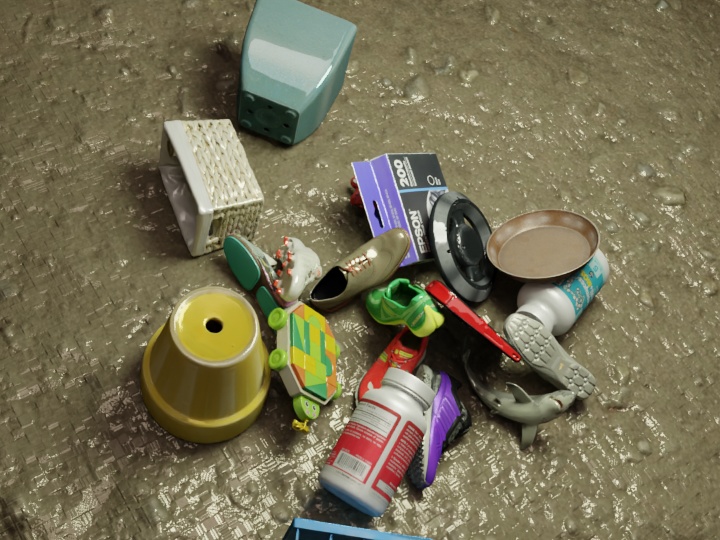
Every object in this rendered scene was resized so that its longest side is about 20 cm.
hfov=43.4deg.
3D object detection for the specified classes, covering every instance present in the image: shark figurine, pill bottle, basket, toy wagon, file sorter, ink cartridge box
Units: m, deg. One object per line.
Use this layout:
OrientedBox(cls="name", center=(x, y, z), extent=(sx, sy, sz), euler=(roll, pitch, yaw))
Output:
OrientedBox(cls="shark figurine", center=(0.249, 0.205, 1.511), extent=(0.212, 0.130, 0.089), euler=(25, 27, 23))
OrientedBox(cls="pill bottle", center=(0.030, 0.253, 1.351), extent=(0.111, 0.112, 0.202), euler=(30, 72, 5))
OrientedBox(cls="basket", center=(-0.257, -0.149, 1.549), extent=(0.122, 0.136, 0.202), euler=(-14, 63, -25))
OrientedBox(cls="toy wagon", center=(-0.082, 0.152, 1.404), extent=(0.155, 0.039, 0.203), euler=(37, 40, -46))
OrientedBox(cls="pill bottle", center=(0.352, 0.040, 1.609), extent=(0.110, 0.111, 0.200), euler=(39, 57, 12))
OrientedBox(cls="file sorter", center=(-0.012, 0.432, 1.242), extent=(0.197, 0.139, 0.124), euler=(11, 59, -8))
OrientedBox(cls="ink cartridge box", center=(0.090, -0.110, 1.602), extent=(0.198, 0.043, 0.201), euler=(-10, 79, -44))

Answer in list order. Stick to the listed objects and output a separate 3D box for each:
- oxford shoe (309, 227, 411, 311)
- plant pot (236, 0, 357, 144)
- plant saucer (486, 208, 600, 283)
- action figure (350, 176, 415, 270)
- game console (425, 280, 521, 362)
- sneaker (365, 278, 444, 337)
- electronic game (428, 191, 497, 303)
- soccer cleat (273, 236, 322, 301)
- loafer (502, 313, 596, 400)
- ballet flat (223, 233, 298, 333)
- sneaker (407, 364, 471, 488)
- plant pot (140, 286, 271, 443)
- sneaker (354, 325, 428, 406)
OrientedBox(cls="oxford shoe", center=(0.000, 0.000, 1.500), extent=(0.199, 0.075, 0.071), euler=(-41, 77, 7))
OrientedBox(cls="plant pot", center=(-0.140, -0.359, 1.690), extent=(0.193, 0.197, 0.202), euler=(21, 63, -1))
OrientedBox(cls="plant saucer", center=(0.323, -0.038, 1.599), extent=(0.197, 0.035, 0.201), euler=(-10, 35, 7))
OrientedBox(cls="action figure", center=(0.050, -0.110, 1.631), extent=(0.065, 0.099, 0.201), euler=(-10, 56, -47))
OrientedBox(cls="game console", center=(0.181, 0.083, 1.487), extent=(0.177, 0.200, 0.031), euler=(43, 92, 0))
OrientedBox(cls="sneaker", center=(0.068, 0.047, 1.477), extent=(0.074, 0.199, 0.084), euler=(-33, 111, -21))
OrientedBox(cls="electronic game", center=(0.183, -0.042, 1.602), extent=(0.199, 0.041, 0.203), euler=(23, 60, -45))
OrientedBox(cls="soccer cleat", center=(-0.097, 0.000, 1.490), extent=(0.077, 0.070, 0.200), euler=(27, 18, -14))
OrientedBox(cls="loafer", center=(0.311, 0.146, 1.527), extent=(0.200, 0.070, 0.070), euler=(43, 80, -13))
OrientedBox(cls="ballet flat", center=(-0.156, 0.020, 1.517), extent=(0.071, 0.069, 0.201), euler=(-19, 67, -45))
OrientedBox(cls="sneaker", center=(0.131, 0.251, 1.438), extent=(0.098, 0.070, 0.203), euler=(17, 57, -14))
OrientedBox(cls="plant pot", center=(-0.224, 0.127, 1.347), extent=(0.197, 0.190, 0.203), euler=(7, 55, -11))
OrientedBox(cls="sneaker", center=(0.054, 0.153, 1.469), extent=(0.076, 0.085, 0.201), euler=(28, 54, 6))
